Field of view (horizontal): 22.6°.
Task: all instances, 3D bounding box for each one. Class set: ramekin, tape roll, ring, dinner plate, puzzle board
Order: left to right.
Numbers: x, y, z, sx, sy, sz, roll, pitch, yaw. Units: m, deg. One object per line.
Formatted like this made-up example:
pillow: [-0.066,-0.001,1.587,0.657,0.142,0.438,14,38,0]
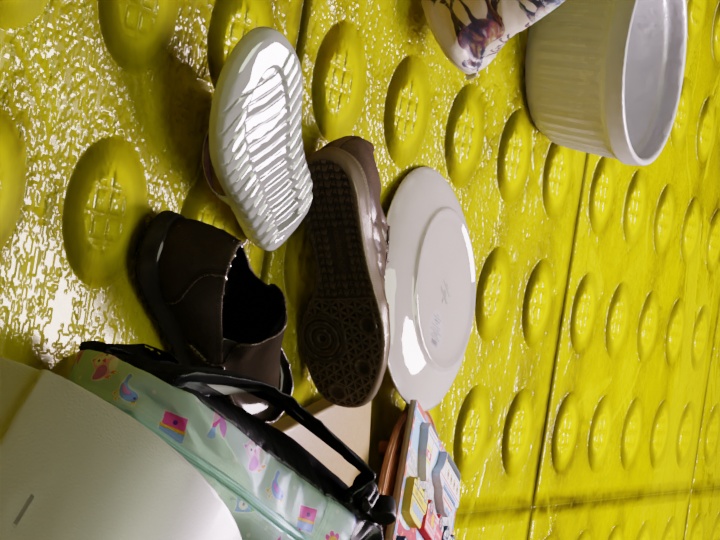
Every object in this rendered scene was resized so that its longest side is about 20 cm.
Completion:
tape roll: [-0.172,0.152,0.845,0.140,0.202,0.203,-63,149,-34]
ring: [0.033,0.211,1.487,0.200,0.019,0.202,5,90,-73]
puzzle board: [0.055,0.212,1.497,0.200,0.017,0.152,63,36,-62]
dinner plate: [0.062,0.015,1.482,0.200,0.024,0.202,1,90,-65]
ramekin: [0.231,-0.203,1.707,0.200,0.104,0.202,8,90,-66]

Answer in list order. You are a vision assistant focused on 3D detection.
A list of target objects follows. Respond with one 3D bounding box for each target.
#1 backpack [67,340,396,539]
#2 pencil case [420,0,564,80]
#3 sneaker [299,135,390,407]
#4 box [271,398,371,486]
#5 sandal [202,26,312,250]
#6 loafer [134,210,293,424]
backpack: [-0.099,0.126,1.044,0.200,0.166,0.127,42,64,-43]
pencil case: [0.140,-0.235,1.413,0.090,0.200,0.078,49,21,-17]
sneaker: [0.000,0.000,1.318,0.076,0.070,0.201,-39,133,-56]
box: [-0.045,0.182,1.334,0.200,0.021,0.165,-20,116,-62]
sandal: [-0.075,-0.081,1.164,0.083,0.050,0.203,-49,155,-26]
loafer: [-0.080,0.042,1.157,0.073,0.071,0.200,-67,151,-27]
